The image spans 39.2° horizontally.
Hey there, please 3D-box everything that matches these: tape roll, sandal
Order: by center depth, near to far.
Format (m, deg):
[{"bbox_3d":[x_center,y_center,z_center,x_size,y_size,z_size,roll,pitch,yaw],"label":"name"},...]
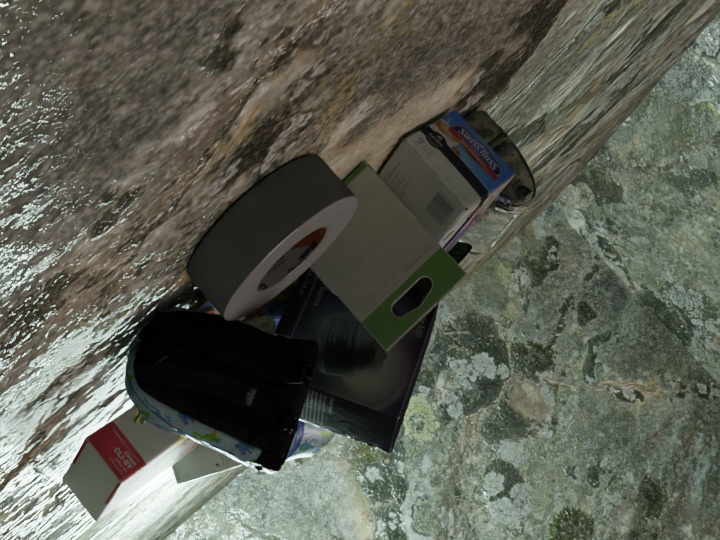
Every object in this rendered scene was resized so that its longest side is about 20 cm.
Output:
[{"bbox_3d":[-0.096,-0.035,1.125,0.200,0.066,0.200,-42,172,-7],"label":"tape roll"},{"bbox_3d":[-0.119,0.084,1.526,0.079,0.087,0.200,-36,168,-24],"label":"sandal"}]

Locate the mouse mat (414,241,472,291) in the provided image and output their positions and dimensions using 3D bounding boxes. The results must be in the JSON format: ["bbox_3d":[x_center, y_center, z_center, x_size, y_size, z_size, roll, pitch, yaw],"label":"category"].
[{"bbox_3d":[0.054,-0.018,1.546,0.161,0.198,0.008,-44,134,-49],"label":"mouse mat"}]

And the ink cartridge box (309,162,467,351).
[{"bbox_3d":[0.021,-0.017,1.288,0.145,0.200,0.048,-43,169,2],"label":"ink cartridge box"}]

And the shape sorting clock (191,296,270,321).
[{"bbox_3d":[-0.164,0.048,1.303,0.200,0.039,0.200,-42,171,-8],"label":"shape sorting clock"}]

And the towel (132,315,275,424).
[{"bbox_3d":[-0.208,0.129,1.328,0.199,0.037,0.148,-28,169,-32],"label":"towel"}]

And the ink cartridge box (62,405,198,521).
[{"bbox_3d":[-0.312,0.250,1.456,0.199,0.084,0.145,-35,168,-43],"label":"ink cartridge box"}]

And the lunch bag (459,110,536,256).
[{"bbox_3d":[0.179,-0.126,1.582,0.139,0.168,0.200,-38,170,-25],"label":"lunch bag"}]

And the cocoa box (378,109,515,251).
[{"bbox_3d":[0.096,-0.102,1.439,0.131,0.134,0.200,-34,168,-42],"label":"cocoa box"}]

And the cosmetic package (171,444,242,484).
[{"bbox_3d":[-0.226,0.258,1.585,0.081,0.114,0.199,-14,170,-44],"label":"cosmetic package"}]

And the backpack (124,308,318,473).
[{"bbox_3d":[-0.171,0.127,1.152,0.154,0.198,0.165,-34,-143,58],"label":"backpack"}]

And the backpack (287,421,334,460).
[{"bbox_3d":[-0.141,0.221,1.703,0.146,0.202,0.183,-9,153,-38],"label":"backpack"}]

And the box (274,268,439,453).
[{"bbox_3d":[-0.014,0.108,1.376,0.124,0.196,0.201,101,10,-57],"label":"box"}]
